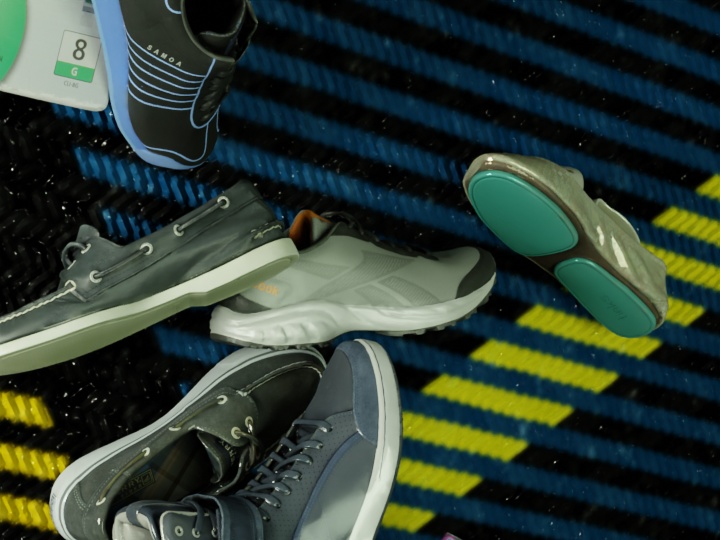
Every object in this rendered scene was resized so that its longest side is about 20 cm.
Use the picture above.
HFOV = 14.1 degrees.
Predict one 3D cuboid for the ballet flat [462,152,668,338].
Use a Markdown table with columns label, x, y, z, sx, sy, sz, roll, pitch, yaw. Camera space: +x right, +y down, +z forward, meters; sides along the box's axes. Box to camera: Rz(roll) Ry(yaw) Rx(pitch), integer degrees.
| label | x | y | z | sx | sy | sz | roll | pitch | yaw |
| --- | --- | --- | --- | --- | --- | --- | --- | --- | --- |
| ballet flat | 0.132 | -0.030 | 1.867 | 0.200 | 0.067 | 0.062 | 44 | 47 | -38 |

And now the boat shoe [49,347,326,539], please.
| label | x | y | z | sx | sy | sz | roll | pitch | yaw |
| --- | --- | --- | --- | --- | --- | --- | --- | --- | --- |
| boat shoe | -0.091 | 0.109 | 1.732 | 0.200 | 0.057 | 0.069 | -32 | 118 | -25 |

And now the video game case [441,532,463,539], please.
| label | x | y | z | sx | sy | sz | roll | pitch | yaw |
| --- | --- | --- | --- | --- | --- | --- | --- | --- | --- |
| video game case | 0.030 | 0.269 | 1.797 | 0.181 | 0.036 | 0.200 | -59 | 164 | -14 |

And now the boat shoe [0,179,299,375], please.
| label | x | y | z | sx | sy | sz | roll | pitch | yaw |
| --- | --- | --- | --- | --- | --- | --- | --- | --- | --- |
| boat shoe | -0.138 | 0.001 | 1.666 | 0.199 | 0.075 | 0.066 | -22 | 80 | -7 |

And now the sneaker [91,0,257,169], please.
| label | x | y | z | sx | sy | sz | roll | pitch | yaw |
| --- | --- | --- | --- | --- | --- | --- | --- | --- | --- |
| sneaker | -0.095 | -0.120 | 1.618 | 0.200 | 0.078 | 0.070 | 76 | 36 | -53 |

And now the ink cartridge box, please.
| label | x | y | z | sx | sy | sz | roll | pitch | yaw |
| --- | --- | --- | --- | --- | --- | --- | --- | --- | --- |
| ink cartridge box | -0.191 | -0.200 | 1.593 | 0.161 | 0.050 | 0.200 | 11 | 97 | -37 |

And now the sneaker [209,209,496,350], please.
| label | x | y | z | sx | sy | sz | roll | pitch | yaw |
| --- | --- | --- | --- | --- | --- | --- | --- | --- | --- |
| sneaker | 0.000 | 0.000 | 1.764 | 0.200 | 0.074 | 0.080 | -7 | 100 | -34 |

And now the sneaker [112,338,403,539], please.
| label | x | y | z | sx | sy | sz | roll | pitch | yaw |
| --- | --- | --- | --- | --- | --- | --- | --- | --- | --- |
| sneaker | -0.060 | 0.123 | 1.676 | 0.146 | 0.077 | 0.203 | 18 | 77 | -26 |
